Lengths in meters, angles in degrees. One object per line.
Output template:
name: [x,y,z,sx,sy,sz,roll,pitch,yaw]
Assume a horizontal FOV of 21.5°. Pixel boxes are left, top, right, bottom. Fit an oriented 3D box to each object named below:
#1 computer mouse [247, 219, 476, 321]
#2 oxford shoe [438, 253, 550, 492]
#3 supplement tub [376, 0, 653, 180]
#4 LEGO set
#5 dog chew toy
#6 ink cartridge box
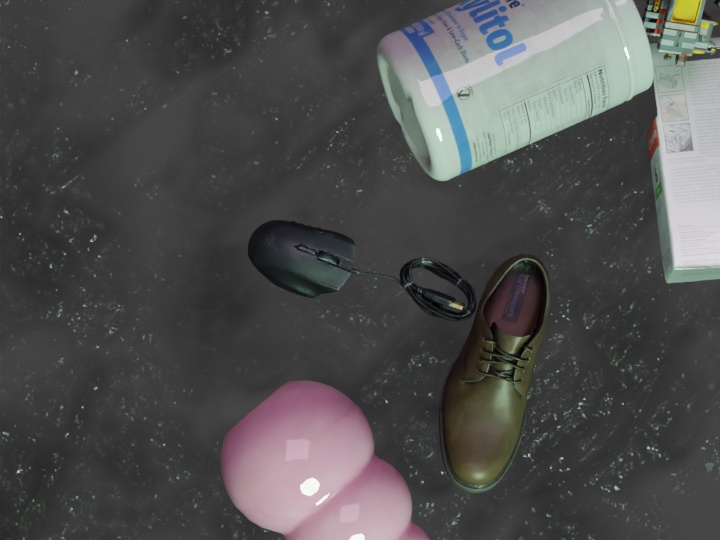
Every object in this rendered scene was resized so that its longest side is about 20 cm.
computer mouse: [0.000,0.000,1.567,0.199,0.034,0.059,13,75,11]
oxford shoe: [0.107,0.079,1.534,0.072,0.084,0.201,12,77,2]
supplement tub: [0.126,-0.169,1.573,0.200,0.132,0.132,-25,77,-6]
LEGO set: [0.292,-0.233,1.581,0.153,0.200,0.116,3,113,-20]
dog chew toy: [-0.018,0.185,1.492,0.124,0.125,0.200,-39,87,-9]
ink cartridge box: [0.300,-0.095,1.595,0.109,0.050,0.201,-5,74,-1]
